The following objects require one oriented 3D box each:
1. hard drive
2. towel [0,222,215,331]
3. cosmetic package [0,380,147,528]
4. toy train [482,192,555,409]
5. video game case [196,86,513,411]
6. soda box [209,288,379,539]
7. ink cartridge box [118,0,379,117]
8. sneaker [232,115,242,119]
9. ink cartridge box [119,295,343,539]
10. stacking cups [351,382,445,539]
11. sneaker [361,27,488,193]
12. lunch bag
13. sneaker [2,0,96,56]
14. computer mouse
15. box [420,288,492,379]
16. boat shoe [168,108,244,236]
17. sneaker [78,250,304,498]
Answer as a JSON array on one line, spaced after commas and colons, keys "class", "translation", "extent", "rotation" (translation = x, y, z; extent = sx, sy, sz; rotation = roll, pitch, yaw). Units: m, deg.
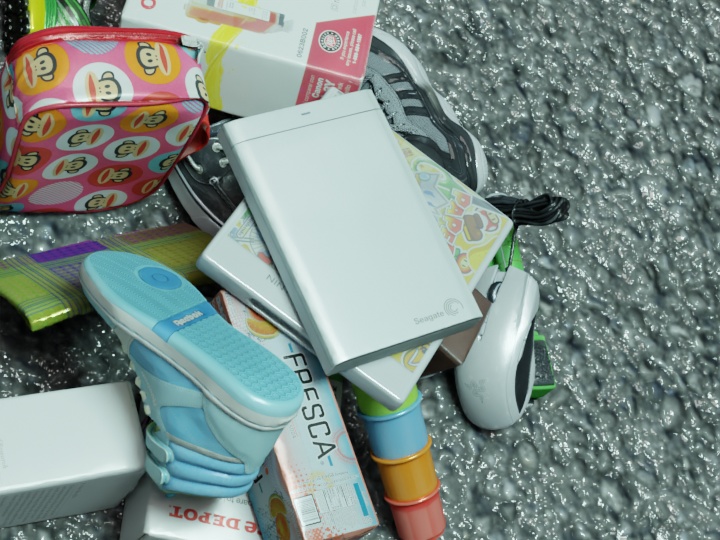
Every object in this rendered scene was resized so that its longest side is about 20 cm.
[{"class": "hard drive", "translation": [-0.008, -0.033, 1.183], "extent": [0.131, 0.027, 0.201], "rotation": [-16, 72, -30]}, {"class": "towel", "translation": [-0.186, 0.001, 1.242], "extent": [0.199, 0.143, 0.023], "rotation": [-14, 111, -30]}, {"class": "cosmetic package", "translation": [-0.264, 0.140, 1.150], "extent": [0.199, 0.101, 0.072], "rotation": [-6, 69, -27]}, {"class": "toy train", "translation": [0.129, 0.022, 1.404], "extent": [0.042, 0.056, 0.201], "rotation": [-2, 68, -24]}, {"class": "video game case", "translation": [0.001, -0.021, 1.210], "extent": [0.182, 0.023, 0.200], "rotation": [36, 55, -3]}, {"class": "soda box", "translation": [-0.056, 0.111, 1.172], "extent": [0.063, 0.068, 0.201], "rotation": [-9, 70, -30]}, {"class": "ink cartridge box", "translation": [-0.091, -0.205, 1.315], "extent": [0.199, 0.084, 0.146], "rotation": [14, 54, -5]}, {"class": "sneaker", "translation": [-0.059, -0.116, 1.370], "extent": [0.077, 0.085, 0.201], "rotation": [-25, 77, -29]}, {"class": "ink cartridge box", "translation": [-0.096, 0.135, 1.234], "extent": [0.144, 0.084, 0.201], "rotation": [15, 61, -17]}, {"class": "stacking cups", "translation": [0.027, 0.122, 1.255], "extent": [0.060, 0.060, 0.201], "rotation": [-26, 110, -31]}, {"class": "sneaker", "translation": [0.022, -0.128, 1.400], "extent": [0.200, 0.075, 0.114], "rotation": [48, 37, 0]}, {"class": "lunch bag", "translation": [-0.198, -0.112, 1.240], "extent": [0.175, 0.200, 0.082], "rotation": [-4, 69, -28]}, {"class": "sneaker", "translation": [-0.262, -0.260, 1.365], "extent": [0.085, 0.078, 0.201], "rotation": [1, 75, -31]}, {"class": "computer mouse", "translation": [0.116, 0.033, 1.350], "extent": [0.044, 0.109, 0.201], "rotation": [16, 78, -57]}, {"class": "box", "translation": [0.000, 0.000, 1.303], "extent": [0.200, 0.100, 0.075], "rotation": [44, 56, -18]}, {"class": "boat shoe", "translation": [-0.122, -0.101, 1.340], "extent": [0.072, 0.068, 0.200], "rotation": [-24, 76, -43]}, {"class": "sneaker", "translation": [-0.140, 0.084, 1.130], "extent": [0.200, 0.131, 0.079], "rotation": [38, 31, 26]}]
